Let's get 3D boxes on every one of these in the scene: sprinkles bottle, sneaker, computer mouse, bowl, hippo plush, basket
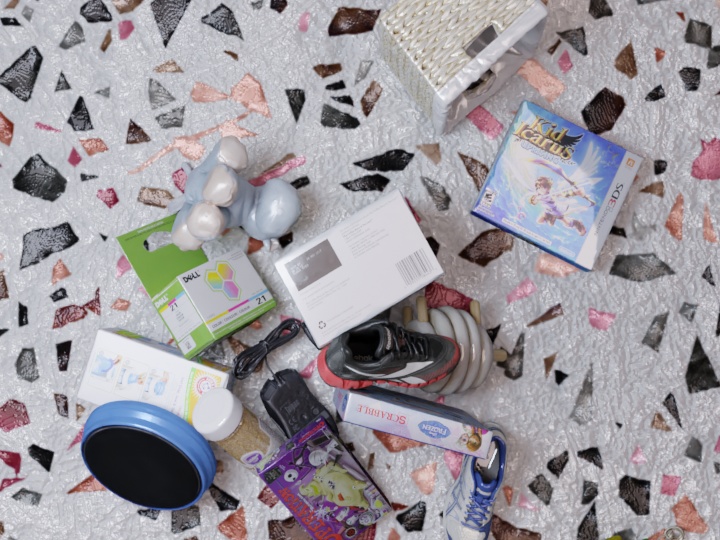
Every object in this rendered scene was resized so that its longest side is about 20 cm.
[{"bbox_3d":[-0.154,0.239,1.470,0.067,0.200,0.069,-18,49,22],"label":"sprinkles bottle"},{"bbox_3d":[0.165,0.319,1.509,0.074,0.088,0.204,10,89,0],"label":"sneaker"},{"bbox_3d":[-0.088,0.172,1.546,0.140,0.046,0.201,-43,95,-23],"label":"computer mouse"},{"bbox_3d":[0.046,0.107,1.367,0.197,0.098,0.072,-1,59,-17],"label":"sneaker"},{"bbox_3d":[-0.303,0.266,1.482,0.197,0.040,0.203,9,132,10],"label":"bowl"},{"bbox_3d":[-0.175,-0.079,1.501,0.159,0.199,0.162,26,67,-24],"label":"hippo plush"},{"bbox_3d":[0.139,-0.328,1.480,0.198,0.200,0.161,-41,85,-1],"label":"basket"}]

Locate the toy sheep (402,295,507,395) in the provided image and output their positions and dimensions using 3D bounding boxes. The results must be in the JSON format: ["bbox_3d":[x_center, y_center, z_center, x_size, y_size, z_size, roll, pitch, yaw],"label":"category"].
[{"bbox_3d":[0.125,0.112,1.500,0.196,0.138,0.141,3,88,-20],"label":"toy sheep"}]

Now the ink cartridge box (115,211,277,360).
[{"bbox_3d":[-0.234,0.004,1.495,0.075,0.147,0.202,-33,88,37],"label":"ink cartridge box"}]

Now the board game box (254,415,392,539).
[{"bbox_3d":[-0.049,0.309,1.491,0.119,0.032,0.201,-33,122,3],"label":"board game box"}]

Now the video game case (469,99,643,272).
[{"bbox_3d":[0.288,-0.124,1.545,0.197,0.045,0.184,26,88,2],"label":"video game case"}]

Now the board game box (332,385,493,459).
[{"bbox_3d":[0.065,0.200,1.448,0.197,0.199,0.042,16,89,-5],"label":"board game box"}]

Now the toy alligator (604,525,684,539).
[{"bbox_3d":[0.382,0.416,1.515,0.197,0.054,0.060,-22,88,0],"label":"toy alligator"}]

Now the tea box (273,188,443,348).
[{"bbox_3d":[0.000,0.000,1.470,0.198,0.197,0.135,-30,88,1],"label":"tea box"}]

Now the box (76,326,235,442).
[{"bbox_3d":[-0.288,0.162,1.513,0.197,0.112,0.103,19,88,1],"label":"box"}]
